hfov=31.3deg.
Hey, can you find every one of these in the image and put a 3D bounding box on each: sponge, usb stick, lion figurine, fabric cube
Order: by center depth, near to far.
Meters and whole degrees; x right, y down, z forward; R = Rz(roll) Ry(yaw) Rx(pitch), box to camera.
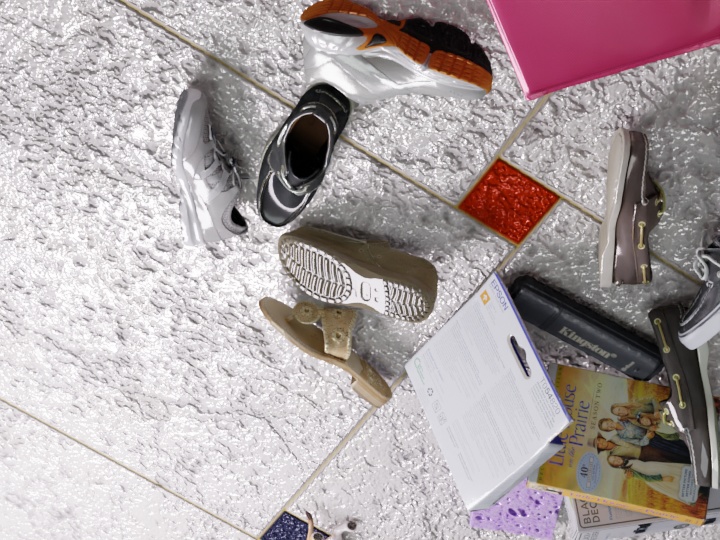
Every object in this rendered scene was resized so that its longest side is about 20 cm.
[{"bbox_3d":[0.199,-0.296,1.067,0.195,0.201,0.200,-14,124,23],"label":"fabric cube"},{"bbox_3d":[0.251,0.066,1.449,0.199,0.033,0.056,28,133,-9],"label":"usb stick"},{"bbox_3d":[0.204,0.255,1.612,0.111,0.030,0.201,10,129,5],"label":"sponge"},{"bbox_3d":[-0.007,0.413,1.781,0.199,0.073,0.123,34,140,6],"label":"lion figurine"}]

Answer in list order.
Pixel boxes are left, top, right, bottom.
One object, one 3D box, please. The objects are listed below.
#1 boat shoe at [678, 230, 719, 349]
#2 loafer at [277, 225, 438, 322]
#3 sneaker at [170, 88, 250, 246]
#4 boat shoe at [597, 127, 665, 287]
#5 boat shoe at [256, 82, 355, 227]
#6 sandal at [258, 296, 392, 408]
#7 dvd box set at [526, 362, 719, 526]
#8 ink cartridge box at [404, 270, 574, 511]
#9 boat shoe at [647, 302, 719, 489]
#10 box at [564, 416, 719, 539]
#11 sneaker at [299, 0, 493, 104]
[{"bbox_3d":[0.378,-0.010,1.317,0.068,0.074,0.200,33,117,0],"label":"boat shoe"},{"bbox_3d":[0.000,0.000,1.445,0.199,0.067,0.077,23,129,17],"label":"loafer"},{"bbox_3d":[-0.162,-0.115,1.403,0.081,0.075,0.201,-2,135,-1],"label":"sneaker"},{"bbox_3d":[0.280,-0.062,1.317,0.059,0.072,0.201,2,132,6],"label":"boat shoe"},{"bbox_3d":[-0.070,-0.114,1.370,0.071,0.068,0.200,25,133,-8],"label":"boat shoe"},{"bbox_3d":[-0.023,0.076,1.519,0.070,0.078,0.211,-41,116,15],"label":"sandal"},{"bbox_3d":[0.296,0.193,1.444,0.198,0.147,0.029,12,158,8],"label":"dvd box set"},{"bbox_3d":[0.149,0.135,1.440,0.040,0.201,0.200,0,145,-38],"label":"ink cartridge box"},{"bbox_3d":[0.355,0.138,1.401,0.060,0.072,0.203,-7,83,13],"label":"boat shoe"},{"bbox_3d":[0.332,0.238,1.471,0.198,0.118,0.060,-7,157,1],"label":"box"},{"bbox_3d":[0.034,-0.201,1.278,0.198,0.076,0.092,19,138,9],"label":"sneaker"}]
